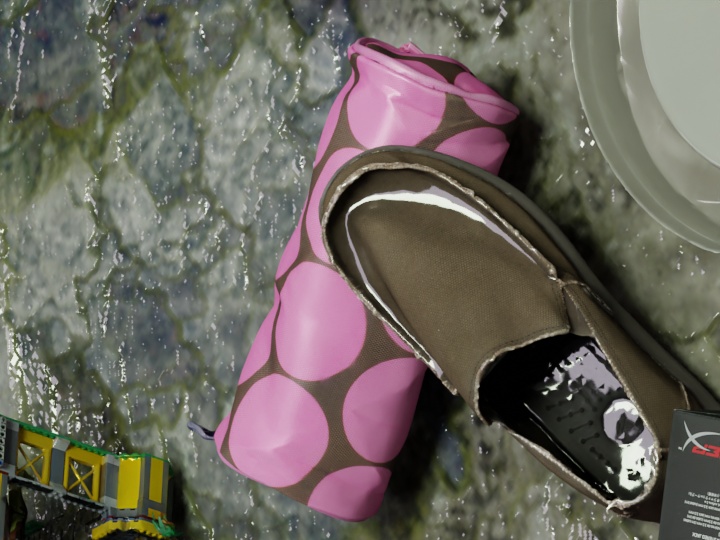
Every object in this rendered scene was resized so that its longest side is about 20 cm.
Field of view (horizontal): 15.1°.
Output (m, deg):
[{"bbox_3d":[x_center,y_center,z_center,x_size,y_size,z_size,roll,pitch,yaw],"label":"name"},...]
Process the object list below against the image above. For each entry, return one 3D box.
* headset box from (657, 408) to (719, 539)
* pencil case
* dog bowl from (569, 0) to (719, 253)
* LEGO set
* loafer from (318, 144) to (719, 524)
[{"bbox_3d":[0.175,0.159,0.960,0.148,0.077,0.201,9,94,47],"label":"headset box"},{"bbox_3d":[0.000,0.000,1.155,0.094,0.090,0.201,-78,9,-74],"label":"pencil case"},{"bbox_3d":[0.169,-0.102,0.999,0.199,0.058,0.202,-4,85,46],"label":"dog bowl"},{"bbox_3d":[-0.183,0.154,1.281,0.199,0.153,0.117,-22,54,36],"label":"LEGO set"},{"bbox_3d":[0.060,0.021,1.050,0.200,0.071,0.073,38,105,16],"label":"loafer"}]
